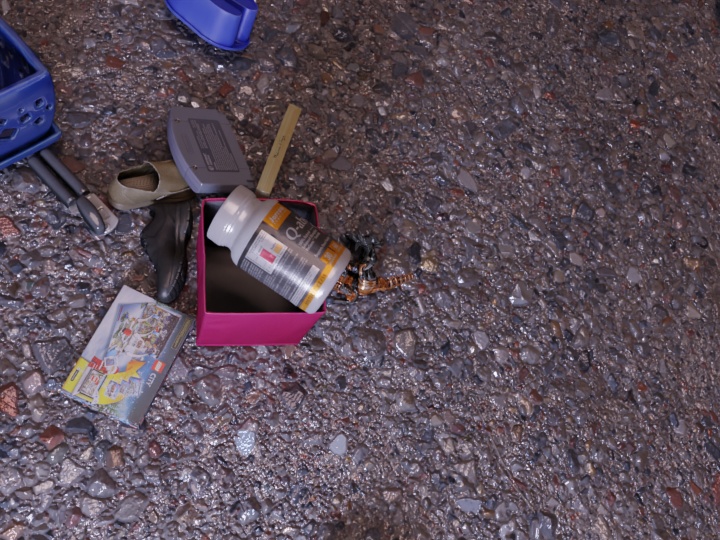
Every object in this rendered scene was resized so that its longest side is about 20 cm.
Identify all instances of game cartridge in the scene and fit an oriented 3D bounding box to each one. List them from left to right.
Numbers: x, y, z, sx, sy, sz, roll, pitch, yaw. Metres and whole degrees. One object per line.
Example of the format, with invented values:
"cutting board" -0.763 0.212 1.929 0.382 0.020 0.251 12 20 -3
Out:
"game cartridge" -0.292 -0.228 1.198 0.132 0.041 0.201 -2 56 -41

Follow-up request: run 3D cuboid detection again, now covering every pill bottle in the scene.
"pill bottle" -0.122 -0.034 0.950 0.199 0.116 0.117 34 63 -4

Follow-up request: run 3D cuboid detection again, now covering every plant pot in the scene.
"plant pot" -0.632 -0.281 1.046 0.200 0.180 0.200 -38 74 -27

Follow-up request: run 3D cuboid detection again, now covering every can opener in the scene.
"can opener" -0.508 -0.141 1.115 0.200 0.067 0.053 44 61 7

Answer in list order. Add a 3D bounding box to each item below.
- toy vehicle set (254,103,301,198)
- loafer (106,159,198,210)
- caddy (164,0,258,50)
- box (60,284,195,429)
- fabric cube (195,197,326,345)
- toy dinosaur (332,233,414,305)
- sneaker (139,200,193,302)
"toy vehicle set" -0.167 -0.207 1.219 0.026 0.124 0.202 20 64 -10
"loafer" -0.366 -0.166 1.165 0.199 0.067 0.077 -25 79 -28
"caddy" -0.313 -0.545 1.315 0.200 0.105 0.142 40 40 0
"box" -0.385 0.143 1.057 0.136 0.038 0.202 27 64 -7
"fabric cube" -0.181 0.010 1.089 0.194 0.199 0.202 0 70 -18
"toy dinosaur" 0.000 0.000 1.228 0.198 0.102 0.138 5 91 -32
"sneaker" -0.352 -0.035 1.127 0.090 0.076 0.202 4 59 -10
